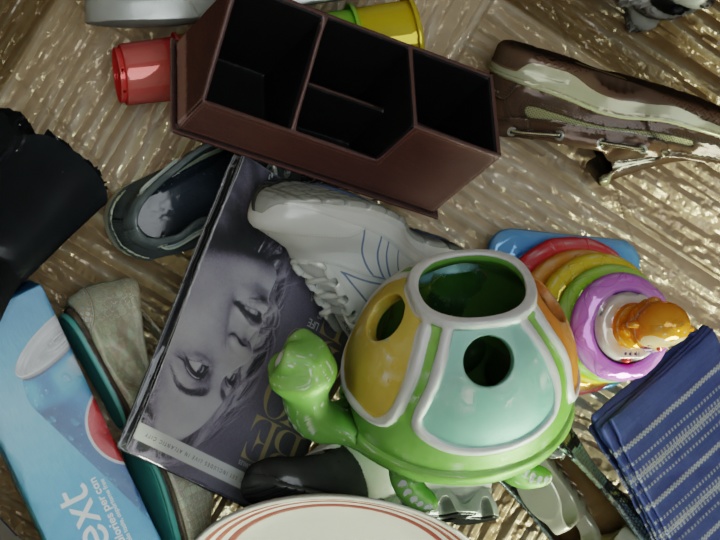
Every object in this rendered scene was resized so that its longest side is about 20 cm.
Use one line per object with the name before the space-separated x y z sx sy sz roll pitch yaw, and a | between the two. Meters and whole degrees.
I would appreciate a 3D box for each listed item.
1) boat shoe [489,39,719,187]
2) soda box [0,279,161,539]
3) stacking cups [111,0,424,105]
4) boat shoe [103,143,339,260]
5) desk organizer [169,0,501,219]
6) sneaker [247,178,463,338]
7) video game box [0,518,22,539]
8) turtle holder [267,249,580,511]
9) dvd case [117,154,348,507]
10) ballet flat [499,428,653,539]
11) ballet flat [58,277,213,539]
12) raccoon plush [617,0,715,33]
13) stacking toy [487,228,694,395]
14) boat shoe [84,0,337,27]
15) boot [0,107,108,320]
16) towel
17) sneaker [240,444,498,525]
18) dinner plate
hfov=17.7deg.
boat shoe | 0.175 -0.093 1.564 0.202 0.075 0.075 17 102 -9
soda box | -0.195 0.110 1.472 0.068 0.064 0.200 -26 99 -12
stacking cups | -0.060 -0.135 1.503 0.200 0.061 0.061 -11 95 -11
boat shoe | -0.069 -0.062 1.498 0.200 0.062 0.073 -24 96 -13
desk organizer | -0.014 -0.106 1.445 0.200 0.077 0.072 17 53 -29
sneaker | 0.000 0.000 1.478 0.200 0.074 0.087 26 86 -43
video game box | -0.200 0.239 1.406 0.047 0.200 0.182 -23 98 -14
turtle holder | 0.044 0.054 1.429 0.185 0.141 0.132 11 133 7
dvd case | -0.066 0.046 1.480 0.149 0.016 0.200 31 76 -44
ballet flat | 0.145 0.169 1.551 0.074 0.074 0.200 -44 106 -9
ballet flat | -0.128 0.098 1.490 0.062 0.067 0.200 -26 99 -20
raccoon plush | 0.180 -0.259 1.564 0.097 0.134 0.200 -22 65 2
stacking toy | 0.161 0.033 1.491 0.116 0.200 0.110 5 91 -19
boat shoe | -0.085 -0.195 1.489 0.200 0.071 0.064 -11 96 -22
boot | -0.276 -0.032 1.437 0.200 0.076 0.168 20 56 21
towel | 0.241 0.153 1.585 0.145 0.024 0.200 -36 103 -40
sneaker | 0.003 0.120 1.510 0.200 0.074 0.089 7 75 -41
dinner plate | -0.014 0.194 1.481 0.200 0.200 0.024 18 49 -15
